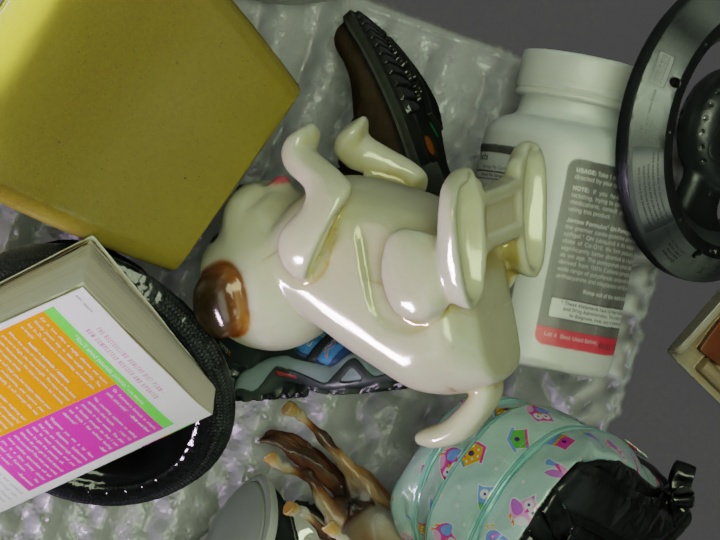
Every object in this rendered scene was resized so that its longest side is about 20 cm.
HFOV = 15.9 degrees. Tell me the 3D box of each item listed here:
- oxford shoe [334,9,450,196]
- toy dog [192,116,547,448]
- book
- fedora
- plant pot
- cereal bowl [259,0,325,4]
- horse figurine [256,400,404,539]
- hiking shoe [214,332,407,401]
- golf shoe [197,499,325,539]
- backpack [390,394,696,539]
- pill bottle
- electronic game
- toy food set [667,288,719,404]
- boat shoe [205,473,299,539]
[{"bbox_3d":[0.011,-0.079,1.646,0.084,0.073,0.200,-30,58,20],"label":"oxford shoe"},{"bbox_3d":[0.000,0.000,1.549,0.200,0.140,0.194,5,113,26],"label":"toy dog"},{"bbox_3d":[-0.206,0.077,1.564,0.200,0.048,0.134,-25,124,21],"label":"book"},{"bbox_3d":[-0.167,0.049,1.627,0.200,0.092,0.201,3,125,4],"label":"fedora"},{"bbox_3d":[-0.152,-0.108,1.591,0.176,0.200,0.200,35,87,-11],"label":"plant pot"},{"bbox_3d":[-0.040,-0.273,1.654,0.200,0.083,0.201,0,90,-6],"label":"cereal bowl"},{"bbox_3d":[-0.006,0.162,1.621,0.050,0.200,0.133,-39,122,8],"label":"horse figurine"},{"bbox_3d":[-0.013,0.035,1.632,0.200,0.074,0.087,-6,88,25],"label":"hiking shoe"},{"bbox_3d":[-0.100,0.214,1.652,0.200,0.094,0.078,-29,93,-7],"label":"golf shoe"},{"bbox_3d":[0.109,0.160,1.623,0.126,0.200,0.167,25,84,29],"label":"backpack"},{"bbox_3d":[0.125,-0.038,1.664,0.110,0.111,0.200,11,90,-7],"label":"pill bottle"},{"bbox_3d":[0.233,-0.091,1.663,0.200,0.042,0.200,-15,112,-42],"label":"electronic game"},{"bbox_3d":[0.311,0.058,1.693,0.200,0.060,0.144,43,86,-24],"label":"toy food set"},{"bbox_3d":[-0.059,0.209,1.578,0.060,0.200,0.076,34,125,-24],"label":"boat shoe"}]
